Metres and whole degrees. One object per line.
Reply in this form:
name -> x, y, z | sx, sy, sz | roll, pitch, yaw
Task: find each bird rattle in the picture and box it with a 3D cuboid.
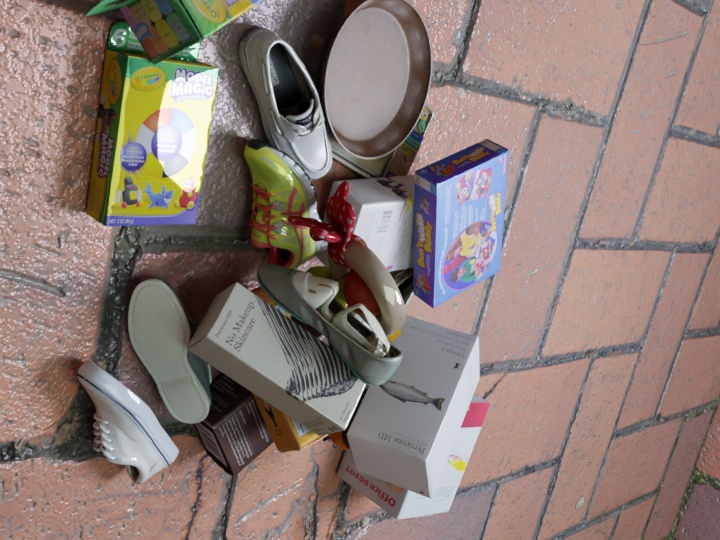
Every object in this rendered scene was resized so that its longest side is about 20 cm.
bird rattle -> 0.000, 0.000, 1.058 | 0.112, 0.163, 0.201 | -32, 151, -27

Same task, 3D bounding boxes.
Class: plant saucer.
plant saucer -> 0.016, -0.241, 1.099 | 0.199, 0.034, 0.203 | -25, 124, -42

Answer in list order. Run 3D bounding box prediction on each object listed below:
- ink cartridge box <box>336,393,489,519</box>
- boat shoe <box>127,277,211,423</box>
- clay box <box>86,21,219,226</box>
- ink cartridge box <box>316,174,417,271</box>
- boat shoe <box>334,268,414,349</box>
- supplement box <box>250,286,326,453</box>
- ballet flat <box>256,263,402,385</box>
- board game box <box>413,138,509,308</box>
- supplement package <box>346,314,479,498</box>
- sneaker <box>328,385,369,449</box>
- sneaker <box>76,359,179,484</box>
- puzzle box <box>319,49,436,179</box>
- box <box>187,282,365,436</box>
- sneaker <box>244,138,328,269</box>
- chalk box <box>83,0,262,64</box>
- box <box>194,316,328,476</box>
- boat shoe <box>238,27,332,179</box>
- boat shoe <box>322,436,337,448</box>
ink cartridge box -> 0.083, 0.270, 1.403 | 0.144, 0.145, 0.202 | 10, 102, -49
boat shoe -> -0.222, 0.088, 1.051 | 0.062, 0.072, 0.202 | -83, 163, -59
clay box -> -0.215, -0.149, 0.924 | 0.114, 0.047, 0.202 | -6, 115, -46
ink cartridge box -> 0.042, -0.064, 1.215 | 0.198, 0.068, 0.116 | -9, 129, -40
boat shoe -> 0.027, 0.054, 1.239 | 0.075, 0.068, 0.201 | 73, 36, -51
supplement box -> -0.104, 0.121, 1.094 | 0.068, 0.066, 0.202 | -21, 89, -31
ballet flat -> -0.031, 0.047, 1.018 | 0.064, 0.200, 0.067 | -47, 180, 26
board game box -> 0.137, -0.063, 1.212 | 0.134, 0.045, 0.202 | -26, 132, -30
supplement package -> 0.077, 0.183, 1.200 | 0.118, 0.116, 0.201 | 80, 31, -52
sneaker -> 0.014, 0.174, 1.270 | 0.092, 0.075, 0.201 | 47, 46, -35
sneaker -> -0.276, 0.184, 1.016 | 0.071, 0.073, 0.201 | -48, 138, -23
puzzle box -> 0.016, -0.193, 1.174 | 0.199, 0.025, 0.134 | 22, 93, -51
box -> -0.094, 0.106, 1.024 | 0.199, 0.068, 0.083 | 35, 60, -18
sneaker -> -0.102, -0.069, 1.071 | 0.090, 0.078, 0.201 | -43, 137, -20
chalk box -> -0.164, -0.281, 0.824 | 0.200, 0.124, 0.124 | -42, 113, -25
box -> -0.127, 0.163, 1.172 | 0.199, 0.075, 0.101 | -37, 133, -27
boat shoe -> -0.075, -0.187, 1.027 | 0.072, 0.066, 0.201 | -32, 126, -18
boat shoe -> -0.055, 0.225, 1.286 | 0.199, 0.068, 0.085 | -3, 112, -47
